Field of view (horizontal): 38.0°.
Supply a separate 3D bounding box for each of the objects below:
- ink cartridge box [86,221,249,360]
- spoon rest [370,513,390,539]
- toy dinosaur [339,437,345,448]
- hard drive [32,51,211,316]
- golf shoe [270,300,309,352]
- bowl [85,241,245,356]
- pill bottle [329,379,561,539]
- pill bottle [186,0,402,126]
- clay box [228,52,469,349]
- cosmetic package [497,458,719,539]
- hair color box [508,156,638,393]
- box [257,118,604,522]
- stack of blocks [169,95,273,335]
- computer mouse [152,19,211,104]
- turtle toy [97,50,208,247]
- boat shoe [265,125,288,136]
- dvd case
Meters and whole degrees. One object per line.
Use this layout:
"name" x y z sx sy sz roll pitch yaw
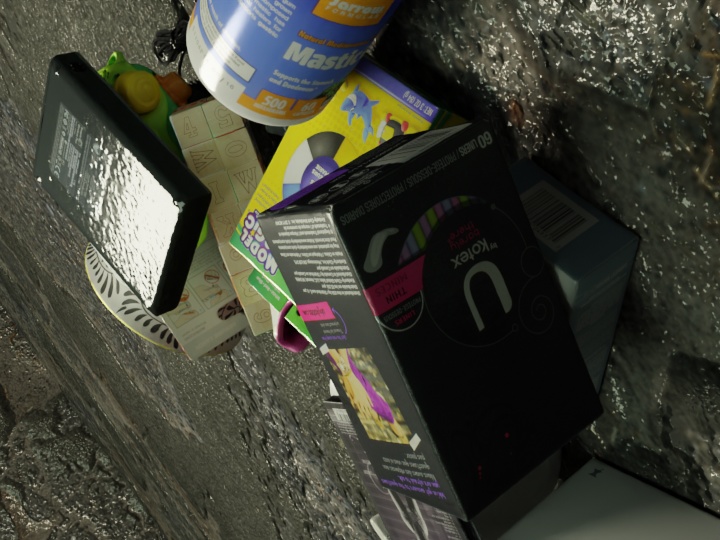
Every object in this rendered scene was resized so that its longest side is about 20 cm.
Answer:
"ink cartridge box" -0.166 -0.018 1.069 0.201 0.159 0.047 51 153 13
"spoon rest" 0.083 0.223 1.026 0.100 0.060 0.200 55 142 4
"toy dinosaur" 0.012 0.135 1.043 0.200 0.076 0.103 102 150 -74
"hard drive" -0.215 -0.075 0.918 0.200 0.033 0.140 45 133 23
"golf shoe" 0.000 0.000 0.807 0.075 0.092 0.199 31 137 -27
"bowl" -0.192 -0.011 1.155 0.201 0.200 0.094 49 119 19
"pill bottle" 0.063 0.130 0.872 0.199 0.112 0.113 33 145 44
"pill bottle" -0.025 -0.190 0.645 0.113 0.112 0.200 54 139 8
"clay box" -0.018 -0.049 0.755 0.115 0.047 0.201 39 106 34
"cosmetic package" 0.218 0.275 0.742 0.199 0.122 0.202 20 134 53
"hair color box" 0.119 0.033 0.721 0.099 0.060 0.201 42 150 32
"box" 0.043 0.027 0.636 0.106 0.122 0.202 2 120 61
"stack of blocks" -0.103 -0.057 0.932 0.115 0.058 0.202 -114 4 -75
"computer mouse" -0.134 -0.148 1.007 0.140 0.046 0.202 -6 105 63
"turtle toy" -0.201 -0.108 0.991 0.145 0.101 0.202 2 108 45
"boat shoe" -0.046 -0.128 0.840 0.200 0.062 0.075 46 151 22
"dvd case" 0.048 0.188 0.810 0.202 0.016 0.148 65 156 -7
